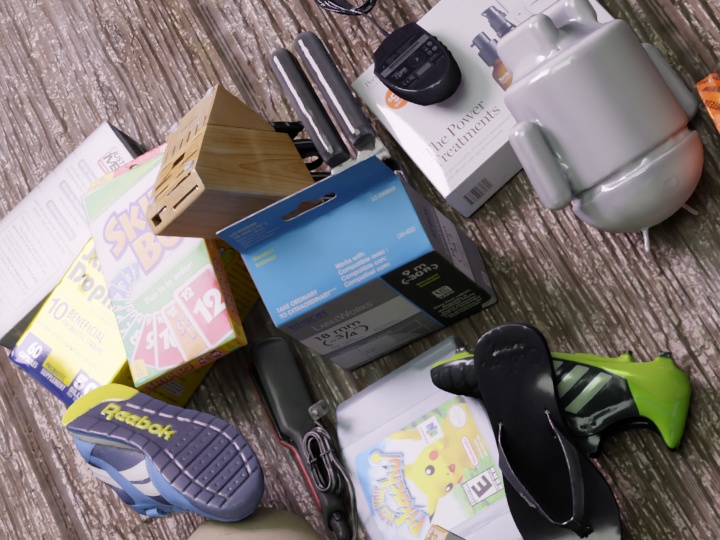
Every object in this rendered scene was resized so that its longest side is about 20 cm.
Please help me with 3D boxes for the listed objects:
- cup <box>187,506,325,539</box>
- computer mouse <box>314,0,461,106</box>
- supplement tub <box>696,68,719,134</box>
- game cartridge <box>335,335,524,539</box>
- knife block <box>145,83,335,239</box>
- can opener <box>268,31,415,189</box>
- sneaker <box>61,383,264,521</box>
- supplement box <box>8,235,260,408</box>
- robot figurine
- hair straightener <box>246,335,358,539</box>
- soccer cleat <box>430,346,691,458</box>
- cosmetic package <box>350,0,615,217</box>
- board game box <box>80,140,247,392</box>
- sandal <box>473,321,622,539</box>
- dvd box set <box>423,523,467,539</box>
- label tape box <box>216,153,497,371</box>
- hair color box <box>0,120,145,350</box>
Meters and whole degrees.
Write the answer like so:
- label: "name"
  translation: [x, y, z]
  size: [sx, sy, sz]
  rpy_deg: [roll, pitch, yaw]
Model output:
- label: "cup"
  translation: [-0.080, 0.267, 1.482]
  size: [0.200, 0.200, 0.143]
  rpy_deg: [-24, 44, 17]
- label: "computer mouse"
  translation: [0.020, -0.194, 1.627]
  size: [0.059, 0.034, 0.200]
  rpy_deg: [-40, 50, -1]
- label: "supplement tub"
  translation: [0.360, -0.146, 1.437]
  size: [0.200, 0.122, 0.123]
  rpy_deg: [-28, 61, 15]
- label: "game cartridge"
  translation: [0.059, 0.165, 1.525]
  size: [0.133, 0.040, 0.200]
  rpy_deg: [-34, 60, 16]
- label: "knife block"
  translation: [-0.077, -0.059, 1.579]
  size: [0.064, 0.176, 0.200]
  rpy_deg: [-42, 22, 28]
- label: "can opener"
  translation: [-0.008, -0.107, 1.628]
  size: [0.053, 0.067, 0.200]
  rpy_deg: [-33, 68, 11]
- label: "sneaker"
  translation: [-0.147, 0.155, 1.523]
  size: [0.200, 0.082, 0.074]
  rpy_deg: [22, 47, 39]
- label: "supplement box"
  translation: [-0.183, 0.034, 1.650]
  size: [0.109, 0.110, 0.200]
  rpy_deg: [33, 88, 32]
- label: "robot figurine"
  translation: [0.188, -0.113, 1.494]
  size: [0.170, 0.113, 0.200]
  rpy_deg: [-33, 91, -25]
- label: "hair straightener"
  translation: [-0.045, 0.138, 1.561]
  size: [0.041, 0.077, 0.200]
  rpy_deg: [-12, 61, -15]
- label: "soccer cleat"
  translation: [0.149, 0.099, 1.472]
  size: [0.200, 0.068, 0.081]
  rpy_deg: [3, 78, 13]
- label: "cosmetic package"
  translation: [0.111, -0.166, 1.612]
  size: [0.200, 0.052, 0.151]
  rpy_deg: [-43, 56, 7]
- label: "board game box"
  translation: [-0.164, -0.009, 1.579]
  size: [0.095, 0.030, 0.200]
  rpy_deg: [-27, 62, 14]
- label: "sandal"
  translation: [0.131, 0.138, 1.431]
  size: [0.076, 0.043, 0.200]
  rpy_deg: [-24, 90, 13]
- label: "dvd box set"
  translation: [0.069, 0.304, 1.412]
  size: [0.200, 0.146, 0.029]
  rpy_deg: [-62, 24, -6]
- label: "label tape box"
  translation: [0.000, 0.000, 1.517]
  size: [0.144, 0.200, 0.063]
  rpy_deg: [-26, 62, 16]
- label: "hair color box"
  translation: [-0.262, -0.027, 1.741]
  size: [0.200, 0.061, 0.099]
  rpy_deg: [-43, 59, 7]
